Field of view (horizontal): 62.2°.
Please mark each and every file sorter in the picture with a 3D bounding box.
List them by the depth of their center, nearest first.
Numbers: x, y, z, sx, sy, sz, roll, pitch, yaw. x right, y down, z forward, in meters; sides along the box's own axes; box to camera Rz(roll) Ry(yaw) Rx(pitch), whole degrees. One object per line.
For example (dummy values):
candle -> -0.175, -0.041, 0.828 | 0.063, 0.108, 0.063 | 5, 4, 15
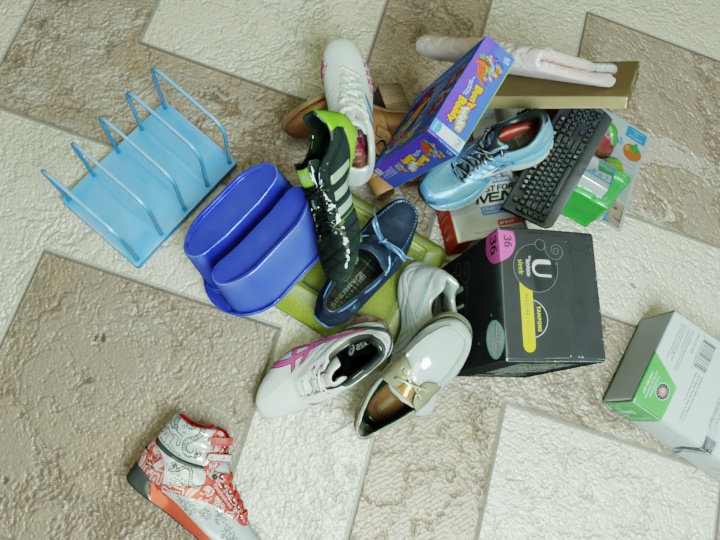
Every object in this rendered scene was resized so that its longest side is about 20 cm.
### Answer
file sorter -> -0.280, -0.135, 0.773 | 0.138, 0.123, 0.201 | 39, 73, 3

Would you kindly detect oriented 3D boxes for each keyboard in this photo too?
keyboard -> 0.251, -0.162, 0.826 | 0.126, 0.021, 0.202 | 27, 75, 24

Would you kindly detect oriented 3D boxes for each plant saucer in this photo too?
plant saucer -> 0.000, 0.000, 0.817 | 0.198, 0.048, 0.202 | 30, 73, 0

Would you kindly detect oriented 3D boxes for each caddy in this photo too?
caddy -> -0.129, -0.038, 0.776 | 0.141, 0.105, 0.200 | 37, 78, 30

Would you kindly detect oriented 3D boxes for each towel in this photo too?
towel -> 0.202, -0.273, 0.773 | 0.189, 0.199, 0.033 | -7, 113, -39

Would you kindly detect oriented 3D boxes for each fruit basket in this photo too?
fruit basket -> 0.337, -0.179, 0.891 | 0.183, 0.094, 0.202 | 30, 71, 0

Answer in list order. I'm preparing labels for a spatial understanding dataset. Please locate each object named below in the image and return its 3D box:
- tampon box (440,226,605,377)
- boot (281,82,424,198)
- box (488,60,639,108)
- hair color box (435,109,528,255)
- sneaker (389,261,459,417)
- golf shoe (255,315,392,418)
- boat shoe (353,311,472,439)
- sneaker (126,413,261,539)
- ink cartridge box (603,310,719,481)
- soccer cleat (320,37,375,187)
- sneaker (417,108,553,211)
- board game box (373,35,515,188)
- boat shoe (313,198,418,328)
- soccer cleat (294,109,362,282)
tampon box -> 0.189, 0.051, 0.748 | 0.124, 0.200, 0.153 | 2, 74, -12
boot -> -0.003, -0.174, 0.857 | 0.197, 0.077, 0.158 | -14, 82, -19
box -> 0.284, -0.265, 0.851 | 0.197, 0.022, 0.164 | 9, 37, 26
hair color box -> 0.159, -0.135, 0.868 | 0.109, 0.064, 0.203 | -11, 76, -10
sneaker -> 0.085, 0.093, 0.766 | 0.069, 0.080, 0.204 | -2, 97, -31
golf shoe -> -0.051, 0.122, 0.736 | 0.198, 0.092, 0.073 | -33, 93, 6
boat shoe -> 0.062, 0.136, 0.720 | 0.074, 0.068, 0.201 | 39, 117, 4
sneaker -> -0.170, 0.258, 0.716 | 0.200, 0.067, 0.109 | 34, 76, 4
ink cartridge box -> 0.463, 0.176, 0.820 | 0.199, 0.084, 0.147 | 35, 73, 2
soccer cleat -> -0.010, -0.213, 0.780 | 0.069, 0.086, 0.204 | -7, 90, -6
sneaker -> 0.160, -0.155, 0.782 | 0.198, 0.090, 0.079 | -31, 71, 3
board game box -> 0.093, -0.186, 0.739 | 0.044, 0.200, 0.136 | 35, 79, -12
boat shoe -> 0.018, -0.010, 0.761 | 0.083, 0.069, 0.202 | 31, 74, 1
soccer cleat -> -0.041, -0.088, 0.703 | 0.080, 0.067, 0.204 | 2, 85, -48
